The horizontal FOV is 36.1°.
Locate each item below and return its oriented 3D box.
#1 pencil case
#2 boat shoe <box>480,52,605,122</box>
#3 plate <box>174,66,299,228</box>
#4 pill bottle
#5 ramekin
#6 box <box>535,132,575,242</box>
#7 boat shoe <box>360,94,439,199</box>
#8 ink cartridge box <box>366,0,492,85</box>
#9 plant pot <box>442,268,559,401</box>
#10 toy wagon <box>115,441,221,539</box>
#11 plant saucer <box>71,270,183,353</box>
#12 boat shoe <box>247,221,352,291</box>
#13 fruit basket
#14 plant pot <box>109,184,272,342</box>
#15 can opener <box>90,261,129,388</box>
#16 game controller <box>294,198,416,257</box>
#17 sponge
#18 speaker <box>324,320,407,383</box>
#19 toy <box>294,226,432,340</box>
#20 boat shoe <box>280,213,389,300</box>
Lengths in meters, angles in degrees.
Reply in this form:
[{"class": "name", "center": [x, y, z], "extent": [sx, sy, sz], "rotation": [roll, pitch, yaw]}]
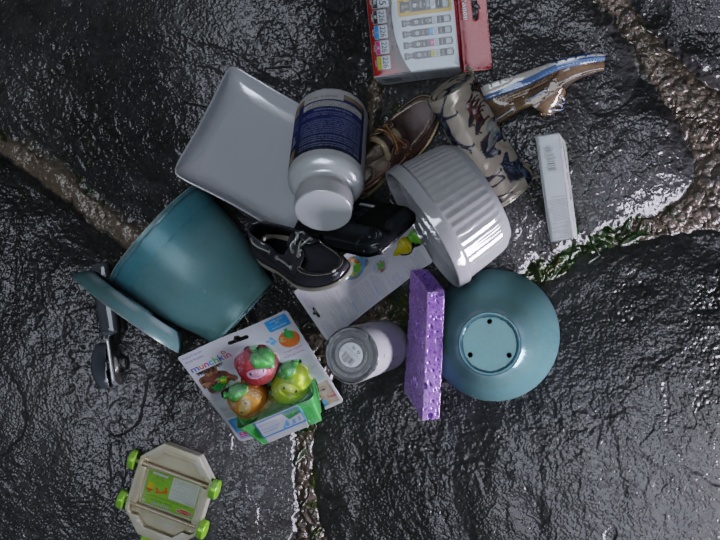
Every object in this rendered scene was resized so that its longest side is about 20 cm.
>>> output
[{"class": "pencil case", "center": [0.177, -0.194, 1.618], "extent": [0.089, 0.078, 0.201], "rotation": [-35, 104, -14]}, {"class": "boat shoe", "center": [0.270, -0.265, 1.635], "extent": [0.199, 0.072, 0.073], "rotation": [-16, 94, 20]}, {"class": "plate", "center": [-0.155, -0.179, 1.676], "extent": [0.199, 0.032, 0.201], "rotation": [28, 72, -11]}, {"class": "pill bottle", "center": [-0.047, -0.158, 1.595], "extent": [0.110, 0.111, 0.201], "rotation": [-5, 49, 10]}, {"class": "ramekin", "center": [0.132, -0.086, 1.600], "extent": [0.105, 0.200, 0.201], "rotation": [-32, 87, -4]}, {"class": "box", "center": [0.280, -0.115, 1.568], "extent": [0.036, 0.200, 0.145], "rotation": [-7, 91, 14]}, {"class": "boat shoe", "center": [0.043, -0.185, 1.670], "extent": [0.200, 0.072, 0.072], "rotation": [-43, 85, 9]}, {"class": "ink cartridge box", "center": [0.101, -0.391, 1.646], "extent": [0.174, 0.084, 0.202], "rotation": [-6, 91, 10]}, {"class": "plant pot", "center": [0.193, 0.102, 1.625], "extent": [0.199, 0.135, 0.202], "rotation": [0, 93, 10]}, {"class": "toy wagon", "center": [-0.314, 0.379, 1.772], "extent": [0.154, 0.040, 0.201], "rotation": [18, 96, 9]}, {"class": "plant saucer", "center": [-0.343, 0.057, 1.658], "extent": [0.200, 0.200, 0.027], "rotation": [34, 85, 7]}, {"class": "boat shoe", "center": [-0.094, -0.025, 1.580], "extent": [0.199, 0.063, 0.073], "rotation": [19, 58, 45]}, {"class": "fruit basket", "center": [-0.148, 0.169, 1.668], "extent": [0.184, 0.094, 0.200], "rotation": [-23, 129, 9]}, {"class": "plant pot", "center": [-0.242, 0.004, 1.675], "extent": [0.188, 0.200, 0.200], "rotation": [42, 98, -2]}, {"class": "can opener", "center": [-0.413, 0.089, 1.770], "extent": [0.066, 0.053, 0.202], "rotation": [-9, 90, 9]}, {"class": "game controller", "center": [-0.010, -0.067, 1.602], "extent": [0.104, 0.199, 0.042], "rotation": [-34, 120, -30]}, {"class": "sponge", "center": [0.094, 0.108, 1.630], "extent": [0.030, 0.112, 0.201], "rotation": [-2, 108, -11]}, {"class": "speaker", "center": [0.013, 0.117, 1.624], "extent": [0.081, 0.200, 0.082], "rotation": [0, 91, 15]}, {"class": "toy", "center": [0.000, 0.000, 1.635], "extent": [0.199, 0.047, 0.115], "rotation": [-35, 130, -3]}, {"class": "boat shoe", "center": [-0.036, -0.021, 1.703], "extent": [0.199, 0.063, 0.073], "rotation": [35, 82, 3]}]
